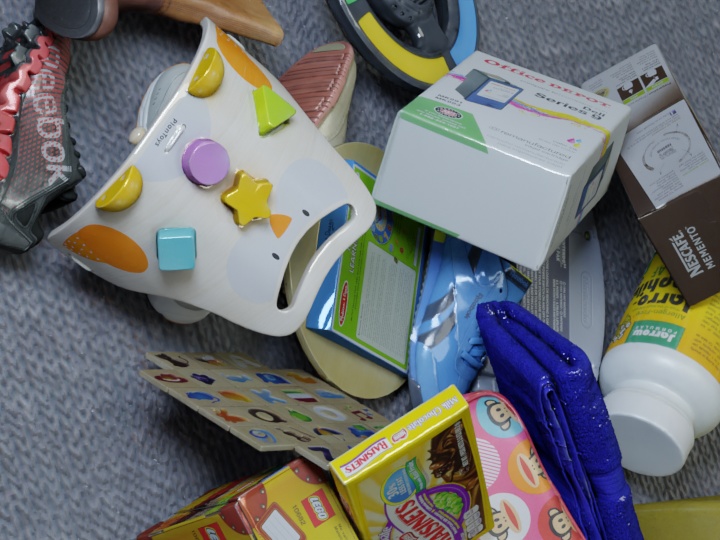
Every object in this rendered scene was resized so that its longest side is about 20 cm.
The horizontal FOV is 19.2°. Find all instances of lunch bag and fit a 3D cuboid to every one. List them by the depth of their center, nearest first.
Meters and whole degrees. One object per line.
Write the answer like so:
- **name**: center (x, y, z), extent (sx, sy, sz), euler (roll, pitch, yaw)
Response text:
- **lunch bag**: center (0.072, 0.209, 1.626), extent (0.176, 0.082, 0.200), euler (-27, 91, -16)

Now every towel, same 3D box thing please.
- **towel**: center (0.150, 0.130, 1.653), extent (0.049, 0.148, 0.200), euler (-28, 121, -16)

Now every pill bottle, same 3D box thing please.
- **pill bottle**: center (0.269, 0.072, 1.811), extent (0.113, 0.113, 0.200), euler (42, 56, -17)

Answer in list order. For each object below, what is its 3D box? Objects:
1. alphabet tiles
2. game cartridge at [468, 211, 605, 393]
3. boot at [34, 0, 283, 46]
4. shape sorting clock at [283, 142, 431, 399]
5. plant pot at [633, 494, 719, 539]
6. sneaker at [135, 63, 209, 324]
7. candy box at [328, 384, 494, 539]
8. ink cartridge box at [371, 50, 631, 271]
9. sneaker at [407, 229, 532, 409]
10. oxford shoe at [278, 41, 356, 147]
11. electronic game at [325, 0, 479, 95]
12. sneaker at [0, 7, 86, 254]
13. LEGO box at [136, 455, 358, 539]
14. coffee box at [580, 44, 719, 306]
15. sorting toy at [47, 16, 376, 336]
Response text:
- **alphabet tiles**: center (-0.057, 0.099, 1.524), extent (0.166, 0.200, 0.006), euler (2, 109, -48)
- **game cartridge**: center (0.147, 0.019, 1.790), extent (0.133, 0.041, 0.201), euler (13, 67, -28)
- **boot**: center (-0.149, -0.195, 1.583), extent (0.200, 0.188, 0.069), euler (18, 103, -31)
- **shape sorting clock**: center (0.000, 0.000, 1.660), extent (0.200, 0.039, 0.201), euler (7, 82, -59)
- **plant pot**: center (0.356, 0.272, 1.765), extent (0.200, 0.176, 0.201), euler (-1, 76, -37)
- **sneaker**: center (-0.114, -0.065, 1.594), extent (0.076, 0.092, 0.201), euler (5, 72, -35)
- **candy box**: center (0.039, 0.159, 1.496), extent (0.102, 0.200, 0.026), euler (-30, 59, -8)
- **ink cartridge box**: center (0.115, -0.092, 1.682), extent (0.145, 0.088, 0.200), euler (23, 24, 13)
- **sneaker**: center (0.090, 0.034, 1.698), extent (0.066, 0.078, 0.201), euler (44, 54, -61)
- **oxford shoe**: center (-0.044, -0.093, 1.682), extent (0.074, 0.071, 0.200), euler (50, 52, -39)
- **electronic game**: center (0.032, -0.239, 1.765), extent (0.200, 0.042, 0.201), euler (27, 52, -40)
- **sneaker**: center (-0.240, -0.096, 1.529), extent (0.098, 0.071, 0.201), euler (36, 53, -31)
- **LEGO box**: center (-0.052, 0.245, 1.497), extent (0.077, 0.149, 0.200), euler (-29, 92, -38)
- **coffee box**: center (0.264, -0.083, 1.800), extent (0.114, 0.080, 0.200), euler (54, 13, -36)
- **sorting toy**: center (-0.086, -0.050, 1.508), extent (0.180, 0.107, 0.200), euler (37, 79, -17)
